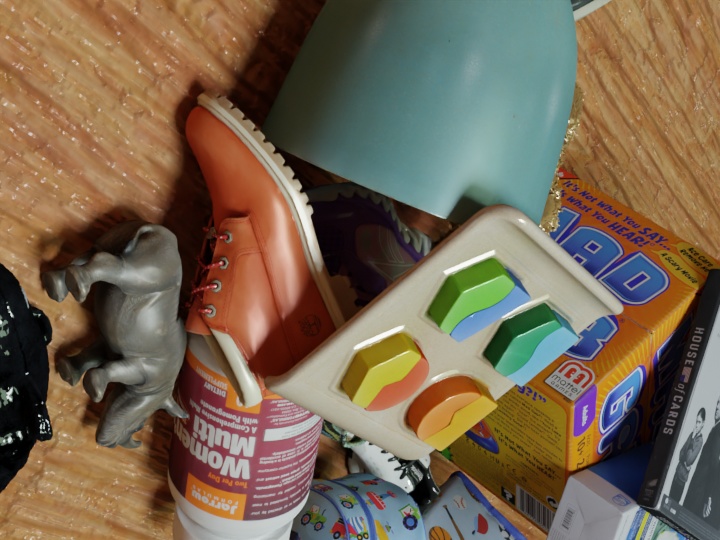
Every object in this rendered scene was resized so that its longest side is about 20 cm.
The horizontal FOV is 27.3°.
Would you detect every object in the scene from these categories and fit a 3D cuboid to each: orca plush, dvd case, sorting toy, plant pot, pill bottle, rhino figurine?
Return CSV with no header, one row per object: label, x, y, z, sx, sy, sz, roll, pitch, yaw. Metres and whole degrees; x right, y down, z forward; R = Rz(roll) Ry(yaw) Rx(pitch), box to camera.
orca plush,-0.223,0.092,0.906,0.105,0.071,0.202,-8,124,-50
dvd case,0.295,0.119,1.219,0.150,0.025,0.202,35,71,-47
sorting toy,0.061,0.053,0.963,0.199,0.037,0.185,-36,145,15
plant pot,0.052,-0.128,0.977,0.200,0.199,0.163,13,101,-56
pill bottle,-0.084,0.121,1.081,0.109,0.109,0.202,-21,134,-42
rhino figurine,-0.152,0.051,0.978,0.087,0.060,0.202,-30,141,-31

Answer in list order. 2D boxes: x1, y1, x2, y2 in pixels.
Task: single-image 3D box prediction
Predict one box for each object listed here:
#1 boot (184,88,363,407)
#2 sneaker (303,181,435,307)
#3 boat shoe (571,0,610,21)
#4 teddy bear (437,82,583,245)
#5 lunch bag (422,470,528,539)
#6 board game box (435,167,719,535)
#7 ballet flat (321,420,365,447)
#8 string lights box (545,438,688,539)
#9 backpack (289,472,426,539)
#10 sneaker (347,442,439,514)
boot,-0.078,-0.012,0.952,0.106,0.075,0.202,-28,100,-11
sneaker,0.000,0.000,1.088,0.200,0.080,0.090,31,51,-57
boat shoe,0.181,-0.243,1.176,0.199,0.072,0.068,-34,106,-20
teddy bear,0.114,-0.068,1.186,0.144,0.066,0.203,11,86,-38
lunch bag,0.043,0.314,1.375,0.200,0.124,0.170,-47,174,38
board game box,0.170,0.070,1.289,0.199,0.199,0.201,-38,144,-26
ballet flat,0.016,0.084,1.077,0.074,0.074,0.200,-39,177,-24
string lights box,0.235,0.206,1.251,0.199,0.059,0.104,-12,126,-48
backpack,-0.035,0.263,1.214,0.133,0.182,0.203,17,87,-33
sneaker,0.023,0.142,1.269,0.074,0.080,0.201,-46,145,-15
